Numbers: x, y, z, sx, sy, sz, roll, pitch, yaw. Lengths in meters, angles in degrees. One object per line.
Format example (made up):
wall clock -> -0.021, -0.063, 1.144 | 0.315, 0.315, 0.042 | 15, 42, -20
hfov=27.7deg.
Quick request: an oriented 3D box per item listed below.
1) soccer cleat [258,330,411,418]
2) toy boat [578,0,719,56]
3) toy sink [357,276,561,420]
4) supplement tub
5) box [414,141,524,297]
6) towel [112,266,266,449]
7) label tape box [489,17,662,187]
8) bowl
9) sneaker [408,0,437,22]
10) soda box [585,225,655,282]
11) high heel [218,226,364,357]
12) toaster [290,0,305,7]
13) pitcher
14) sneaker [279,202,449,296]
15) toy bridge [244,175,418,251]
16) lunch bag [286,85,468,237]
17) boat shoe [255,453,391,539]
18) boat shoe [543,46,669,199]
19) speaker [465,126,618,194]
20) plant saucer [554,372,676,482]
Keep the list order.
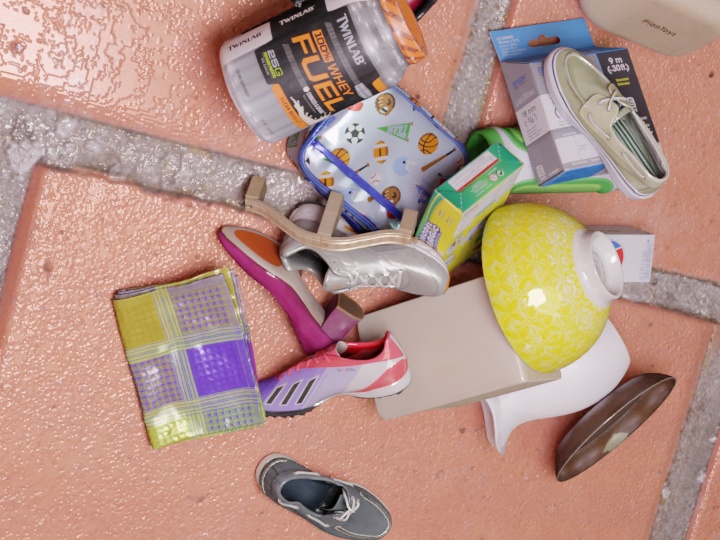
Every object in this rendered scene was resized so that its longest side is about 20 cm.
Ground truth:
soccer cleat -> -0.043, 0.117, 1.685 | 0.199, 0.068, 0.073 | -11, 122, 11
toy boat -> 0.357, -0.354, 1.768 | 0.200, 0.130, 0.131 | 17, 65, -28
toy sink -> 0.118, 0.092, 1.726 | 0.112, 0.200, 0.131 | 3, 70, -58
supplement tub -> -0.038, -0.227, 1.544 | 0.200, 0.123, 0.123 | -25, 115, 13
box -> 0.112, -0.051, 1.695 | 0.117, 0.048, 0.200 | -38, 161, -32
towel -> -0.192, 0.100, 1.647 | 0.143, 0.023, 0.201 | -11, 108, -2
label tape box -> 0.252, -0.211, 1.718 | 0.144, 0.063, 0.201 | -12, 79, -26
bowl -> 0.233, 0.007, 1.658 | 0.200, 0.107, 0.201 | 33, 48, -45
sneaker -> 0.001, -0.276, 1.623 | 0.200, 0.084, 0.077 | -37, 116, -1
soda box -> 0.266, -0.021, 1.824 | 0.199, 0.068, 0.064 | 0, 102, -25
high heel -> -0.099, 0.031, 1.684 | 0.200, 0.067, 0.096 | 37, 120, -12
toaster -> -0.084, -0.383, 1.537 | 0.113, 0.129, 0.201 | -12, 107, -21
pitcher -> 0.219, 0.109, 1.819 | 0.200, 0.121, 0.172 | -29, 98, -3
sneaker -> 0.000, 0.000, 1.651 | 0.199, 0.092, 0.076 | 18, 136, 8
toy bridge -> -0.033, -0.055, 1.627 | 0.199, 0.027, 0.067 | 13, 54, 6
lunch bag -> 0.021, -0.125, 1.684 | 0.200, 0.076, 0.160 | 40, 87, -26
boat shoe -> -0.037, 0.285, 1.768 | 0.200, 0.062, 0.073 | 31, 89, -28
boat shoe -> 0.284, -0.174, 1.648 | 0.072, 0.062, 0.200 | -35, 88, -27
speaker -> 0.230, -0.133, 1.769 | 0.199, 0.088, 0.089 | -2, 104, -24
plant saucer -> 0.320, 0.195, 1.868 | 0.200, 0.032, 0.200 | -33, 157, -16
